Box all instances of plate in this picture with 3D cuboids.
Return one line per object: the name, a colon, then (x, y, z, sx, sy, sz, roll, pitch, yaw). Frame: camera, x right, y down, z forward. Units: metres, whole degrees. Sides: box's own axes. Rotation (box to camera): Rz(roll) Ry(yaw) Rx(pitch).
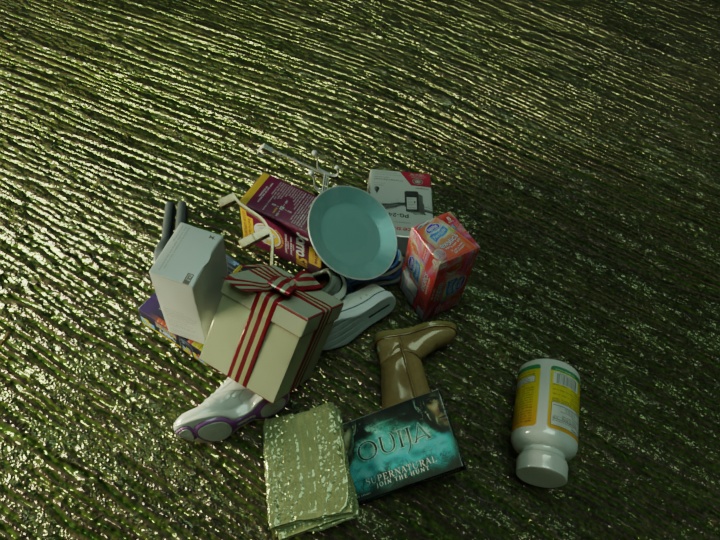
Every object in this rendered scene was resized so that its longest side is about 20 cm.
plate: (-0.017, -0.072, 1.142, 0.199, 0.026, 0.202, 11, 66, -27)

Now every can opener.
can opener: (-0.393, -0.073, 1.210, 0.052, 0.067, 0.201, -2, 49, -7)

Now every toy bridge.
toy bridge: (-0.206, -0.063, 1.131, 0.067, 0.027, 0.201, -28, 83, -9)

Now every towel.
towel: (-0.088, 0.326, 0.955, 0.147, 0.037, 0.201, -14, 56, -1)

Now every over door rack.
over door rack: (-0.145, -0.213, 1.318, 0.199, 0.067, 0.149, 15, 51, -13)

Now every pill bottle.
pill bottle: (0.326, 0.268, 1.019, 0.112, 0.113, 0.201, 15, 53, 4)

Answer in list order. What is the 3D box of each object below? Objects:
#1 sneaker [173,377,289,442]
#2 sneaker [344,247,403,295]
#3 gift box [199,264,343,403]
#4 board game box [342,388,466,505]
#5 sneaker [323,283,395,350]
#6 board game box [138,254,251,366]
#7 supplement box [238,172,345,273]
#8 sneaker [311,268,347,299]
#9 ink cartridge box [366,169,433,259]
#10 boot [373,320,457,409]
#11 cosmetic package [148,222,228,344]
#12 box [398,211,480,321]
sneaker: (-0.229, 0.232, 1.009, 0.199, 0.075, 0.100, -17, 44, -24)
sneaker: (0.000, 0.000, 1.193, 0.199, 0.082, 0.074, -19, 59, -17)
gift box: (-0.162, 0.087, 1.000, 0.199, 0.188, 0.184, 27, 14, 9)
board game box: (0.060, 0.295, 0.966, 0.199, 0.028, 0.136, -22, 55, 9)
sneaker: (-0.026, 0.090, 1.141, 0.199, 0.073, 0.071, -25, 39, -26)
board game box: (-0.297, 0.060, 1.125, 0.165, 0.057, 0.200, 30, 55, 12)
supplement box: (-0.143, -0.096, 1.215, 0.199, 0.131, 0.103, 24, 56, 11)
sneaker: (-0.125, 0.054, 1.119, 0.199, 0.079, 0.074, -31, 62, 0)
ink cartridge box: (0.087, -0.123, 1.294, 0.144, 0.084, 0.201, 4, 53, -4)
boot: (0.116, 0.202, 1.074, 0.174, 0.066, 0.201, -11, 54, 0)
cosmetic package: (-0.284, 0.028, 0.991, 0.081, 0.201, 0.113, 17, 54, 6)
box: (0.149, -0.005, 1.142, 0.094, 0.201, 0.103, -22, 58, -20)
